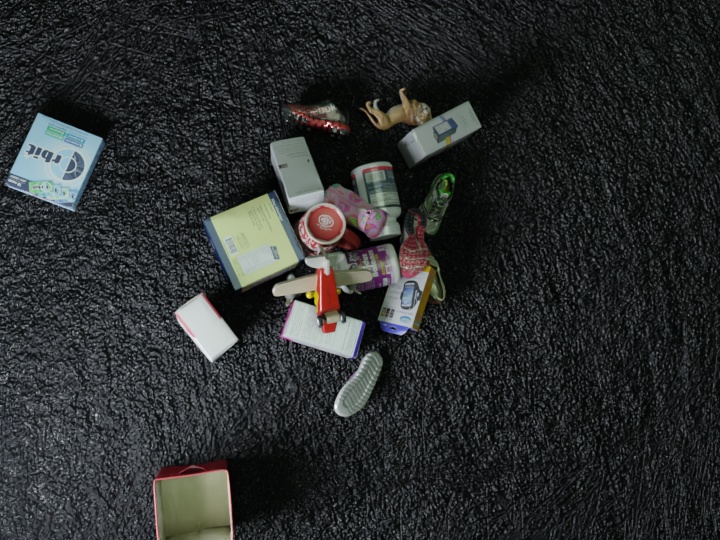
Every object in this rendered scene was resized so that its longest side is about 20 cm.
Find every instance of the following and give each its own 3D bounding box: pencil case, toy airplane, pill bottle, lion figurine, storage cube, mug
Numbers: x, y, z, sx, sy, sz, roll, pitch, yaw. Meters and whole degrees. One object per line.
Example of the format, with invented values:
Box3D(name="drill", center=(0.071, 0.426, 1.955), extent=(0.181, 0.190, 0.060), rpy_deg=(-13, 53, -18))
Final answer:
Box3D(name="pencil case", center=(-0.017, -0.161, 1.694), extent=(0.087, 0.088, 0.200), rpy_deg=(-43, 49, -14))
Box3D(name="toy airplane", center=(-0.095, 0.033, 1.608), extent=(0.200, 0.141, 0.199), rpy_deg=(38, 88, -21))
Box3D(name="pill bottle", center=(0.048, -0.189, 1.770), extent=(0.119, 0.120, 0.201), rpy_deg=(-10, 85, -14))
Box3D(name="lion figurine", center=(0.102, -0.453, 1.852), extent=(0.199, 0.072, 0.123), rpy_deg=(-21, 100, 0))
Box3D(name="storage cube", center=(-0.397, 0.563, 1.537), extent=(0.170, 0.180, 0.201), rpy_deg=(-5, 82, -13))
Box3D(name="pill bottle", center=(0.000, 0.000, 1.732), extent=(0.199, 0.112, 0.113), rpy_deg=(-13, 85, -5))
Box3D(name="mug", center=(-0.089, -0.110, 1.687), extent=(0.177, 0.200, 0.134), rpy_deg=(-13, 85, -14))

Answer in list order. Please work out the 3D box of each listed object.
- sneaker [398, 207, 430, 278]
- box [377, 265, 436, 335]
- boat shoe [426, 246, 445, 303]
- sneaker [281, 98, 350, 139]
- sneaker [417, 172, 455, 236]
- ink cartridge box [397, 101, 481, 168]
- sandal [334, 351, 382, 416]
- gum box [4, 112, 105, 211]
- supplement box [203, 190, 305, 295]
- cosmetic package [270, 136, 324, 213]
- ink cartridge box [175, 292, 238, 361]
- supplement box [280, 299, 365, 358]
Box3D(name="sneaker", center=(0.145, -0.069, 1.757), extent=(0.080, 0.075, 0.201), rpy_deg=(13, 66, -6))
Box3D(name="box", center=(0.124, 0.080, 1.755), extent=(0.041, 0.119, 0.201), rpy_deg=(29, 75, -49))
Box3D(name="boat shoe", center=(0.189, -0.003, 1.806), extent=(0.071, 0.063, 0.201), rpy_deg=(-18, 85, -12))
Box3D(name="sneaker", center=(-0.120, -0.440, 1.792), extent=(0.199, 0.071, 0.098), rpy_deg=(13, 80, -13))
Box3D(name="sneaker", center=(0.215, -0.193, 1.826), extent=(0.078, 0.085, 0.201), rpy_deg=(19, 79, -10))
Box3D(name="ink cartridge box", center=(0.221, -0.384, 1.822), extent=(0.199, 0.145, 0.088), rpy_deg=(-27, 91, -16))
Box3D(name="sandal", center=(-0.006, 0.310, 1.730), extent=(0.083, 0.050, 0.203), rpy_deg=(48, 62, -18))
Box3D(name="gum box", center=(-0.778, -0.277, 1.635), extent=(0.169, 0.045, 0.201), rpy_deg=(21, 78, -9))
Box3D(name="supplement box", center=(-0.279, -0.069, 1.672), extent=(0.199, 0.134, 0.201), rpy_deg=(-25, 88, -15))
Box3D(name="cosmetic package", center=(-0.171, -0.258, 1.718), extent=(0.101, 0.074, 0.201), rpy_deg=(-15, 59, -14))
Box3D(name="ink cartridge box", center=(-0.382, 0.146, 1.586), extent=(0.086, 0.200, 0.148), rpy_deg=(-39, 92, -15))
Box3D(name="supplement box", center=(-0.101, 0.158, 1.698), extent=(0.199, 0.101, 0.104), rpy_deg=(17, 79, -10))
